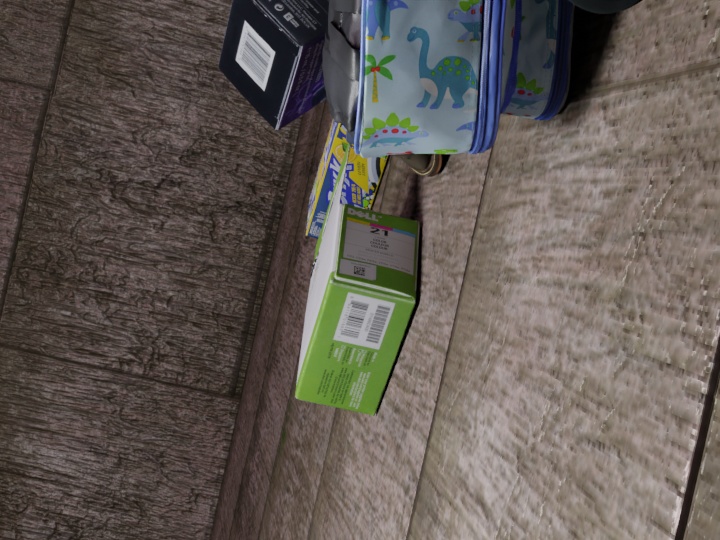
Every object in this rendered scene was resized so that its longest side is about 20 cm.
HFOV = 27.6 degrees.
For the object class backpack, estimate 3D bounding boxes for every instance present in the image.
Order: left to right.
[{"bbox_3d":[0.050,-0.159,0.846,0.200,0.145,0.186,-88,-1,-70],"label":"backpack"}]

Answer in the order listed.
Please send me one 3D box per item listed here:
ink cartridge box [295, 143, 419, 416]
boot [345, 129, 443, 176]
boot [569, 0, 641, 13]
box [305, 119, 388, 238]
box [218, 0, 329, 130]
[{"bbox_3d":[0.000,0.000,1.295,0.202,0.075,0.149,-84,9,-47],"label":"ink cartridge box"},{"bbox_3d":[0.030,-0.126,1.183,0.200,0.096,0.076,149,133,-80],"label":"boot"},{"bbox_3d":[0.116,-0.232,0.762,0.202,0.076,0.168,63,-155,1],"label":"boot"},{"bbox_3d":[-0.007,-0.124,1.591,0.071,0.063,0.201,-86,12,-47],"label":"box"},{"bbox_3d":[-0.039,-0.268,1.550,0.199,0.104,0.148,-36,-16,-28],"label":"box"}]
